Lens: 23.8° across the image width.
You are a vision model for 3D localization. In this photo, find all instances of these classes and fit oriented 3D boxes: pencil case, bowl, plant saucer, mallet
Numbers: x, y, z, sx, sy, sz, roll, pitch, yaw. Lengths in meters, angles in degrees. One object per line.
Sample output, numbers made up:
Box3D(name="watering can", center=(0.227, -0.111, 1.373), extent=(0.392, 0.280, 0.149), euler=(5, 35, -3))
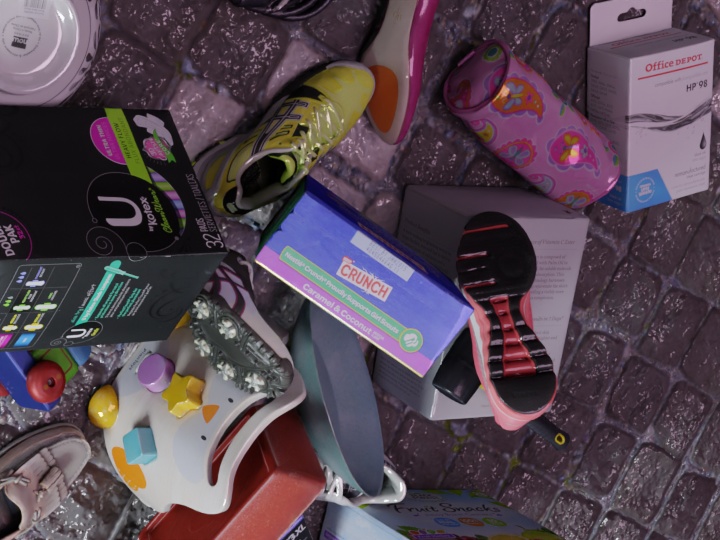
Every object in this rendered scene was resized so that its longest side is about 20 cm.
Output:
Box3D(name="pencil case", center=(0.166, -0.136, 1.635), extent=(0.199, 0.087, 0.088), euler=(34, 86, -39))
Box3D(name="bowl", center=(-0.270, -0.186, 1.297), extent=(0.199, 0.094, 0.203), euler=(-14, 115, -31))
Box3D(name="plant saucer", center=(-0.027, 0.111, 1.549), extent=(0.038, 0.202, 0.202), euler=(-16, 123, 12))
Box3D(name="plant saucer", center=(-0.121, 0.208, 1.453), extent=(0.037, 0.200, 0.200), euler=(40, 95, -18))
Box3D(name="mallet", center=(0.145, 0.114, 1.609), extent=(0.199, 0.041, 0.066), euler=(28, 88, -43))

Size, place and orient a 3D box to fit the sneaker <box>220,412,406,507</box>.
Box3D(name="sneaker", center=(-0.049, 0.182, 1.600), extent=(0.199, 0.080, 0.077), euler=(8, 104, -34))

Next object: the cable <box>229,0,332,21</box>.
Box3D(name="cable", center=(-0.050, -0.310, 1.434), extent=(0.162, 0.051, 0.202), euler=(8, 101, -37))

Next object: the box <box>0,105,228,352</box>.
Box3D(name="box", center=(-0.231, -0.033, 1.309), extent=(0.199, 0.149, 0.124), euler=(-2, 145, -37))

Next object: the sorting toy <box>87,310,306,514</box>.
Box3D(name="sorting toy", center=(-0.126, 0.121, 1.457), extent=(0.107, 0.180, 0.201), euler=(40, 82, -38))

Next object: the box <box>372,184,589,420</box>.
Box3D(name="box", center=(0.114, 0.028, 1.641), extent=(0.151, 0.106, 0.202), euler=(0, 107, -34))

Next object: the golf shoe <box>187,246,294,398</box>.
Box3D(name="golf shoe", center=(-0.113, 0.023, 1.424), extent=(0.088, 0.200, 0.078), euler=(-31, 147, -33))

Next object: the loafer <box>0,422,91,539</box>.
Box3D(name="loafer", center=(-0.305, 0.205, 1.436), extent=(0.199, 0.063, 0.072), euler=(-34, 123, -21))

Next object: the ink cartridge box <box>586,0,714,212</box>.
Box3D(name="ink cartridge box", center=(0.290, -0.171, 1.717), extent=(0.115, 0.067, 0.202), euler=(-16, 116, -29))

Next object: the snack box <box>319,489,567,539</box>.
Box3D(name="snack box", center=(0.087, 0.271, 1.672), extent=(0.199, 0.168, 0.068), euler=(8, 100, -36))

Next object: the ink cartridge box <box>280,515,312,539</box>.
Box3D(name="ink cartridge box", center=(-0.087, 0.271, 1.584), extent=(0.095, 0.037, 0.201), euler=(-42, 150, -16))

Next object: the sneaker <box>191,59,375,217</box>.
Box3D(name="sneaker", center=(-0.056, -0.107, 1.489), extent=(0.200, 0.076, 0.076), euler=(-42, 124, -17))

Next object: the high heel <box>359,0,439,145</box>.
Box3D(name="high heel", center=(0.050, -0.217, 1.541), extent=(0.096, 0.067, 0.202), euler=(-22, 117, -42))

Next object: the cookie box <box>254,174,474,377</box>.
Box3D(name="cookie box", center=(0.000, 0.000, 1.449), extent=(0.171, 0.200, 0.075), euler=(36, 94, -5))

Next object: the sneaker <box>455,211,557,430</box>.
Box3D(name="sneaker", center=(0.118, 0.047, 1.509), extent=(0.073, 0.202, 0.087), euler=(-3, 155, -10))

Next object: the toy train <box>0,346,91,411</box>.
Box3D(name="toy train", center=(-0.284, 0.005, 1.376), extent=(0.116, 0.084, 0.201), euler=(-49, 122, -31))
